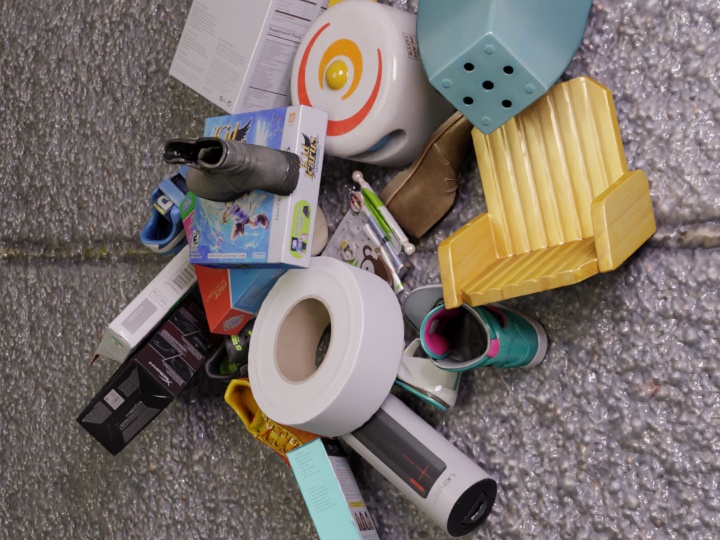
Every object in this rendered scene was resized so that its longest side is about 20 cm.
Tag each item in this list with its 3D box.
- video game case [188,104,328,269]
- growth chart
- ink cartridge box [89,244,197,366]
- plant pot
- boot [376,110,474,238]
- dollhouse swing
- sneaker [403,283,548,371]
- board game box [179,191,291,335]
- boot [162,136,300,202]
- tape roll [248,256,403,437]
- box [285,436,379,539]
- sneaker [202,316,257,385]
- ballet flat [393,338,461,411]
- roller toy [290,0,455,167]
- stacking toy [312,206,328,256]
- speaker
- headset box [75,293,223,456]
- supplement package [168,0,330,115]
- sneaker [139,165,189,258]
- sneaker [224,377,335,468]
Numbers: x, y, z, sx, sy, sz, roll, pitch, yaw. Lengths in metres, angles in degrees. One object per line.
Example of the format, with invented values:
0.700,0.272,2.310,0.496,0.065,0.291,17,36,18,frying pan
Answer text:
-0.125,-0.095,1.639,0.199,0.045,0.184,0,80,50,video game case
0.000,0.000,1.674,0.145,0.018,0.201,50,132,25,growth chart
-0.284,0.061,1.859,0.050,0.161,0.200,41,154,0,ink cartridge box
0.144,-0.249,1.451,0.141,0.141,0.201,-35,25,35,plant pot
0.102,-0.119,1.602,0.076,0.073,0.200,50,126,15,boot
0.177,-0.085,1.445,0.198,0.181,0.178,-13,102,35,dollhouse swing
0.097,0.062,1.544,0.199,0.120,0.085,17,98,42,sneaker
-0.159,-0.045,1.744,0.153,0.040,0.202,-48,48,38,board game box
-0.171,-0.125,1.563,0.199,0.130,0.069,1,80,49,boot
-0.043,0.088,1.620,0.201,0.070,0.205,-22,59,42,tape roll
-0.020,0.298,1.631,0.049,0.082,0.202,-26,75,10,box
-0.129,0.092,1.775,0.199,0.082,0.071,-39,63,34,sneaker
0.047,0.107,1.631,0.199,0.069,0.070,19,99,46,ballet flat
0.013,-0.222,1.635,0.182,0.139,0.202,34,108,39,roller toy
-0.134,-0.029,1.798,0.199,0.085,0.086,-25,70,43,stacking toy
0.065,0.216,1.589,0.200,0.081,0.082,38,111,38,speaker
-0.272,0.132,1.847,0.077,0.200,0.149,44,121,-6,headset box
-0.116,-0.304,1.753,0.151,0.150,0.202,35,109,40,supplement package
-0.233,-0.103,1.891,0.074,0.082,0.201,41,112,38,sneaker
-0.098,0.209,1.739,0.199,0.077,0.074,37,110,29,sneaker
